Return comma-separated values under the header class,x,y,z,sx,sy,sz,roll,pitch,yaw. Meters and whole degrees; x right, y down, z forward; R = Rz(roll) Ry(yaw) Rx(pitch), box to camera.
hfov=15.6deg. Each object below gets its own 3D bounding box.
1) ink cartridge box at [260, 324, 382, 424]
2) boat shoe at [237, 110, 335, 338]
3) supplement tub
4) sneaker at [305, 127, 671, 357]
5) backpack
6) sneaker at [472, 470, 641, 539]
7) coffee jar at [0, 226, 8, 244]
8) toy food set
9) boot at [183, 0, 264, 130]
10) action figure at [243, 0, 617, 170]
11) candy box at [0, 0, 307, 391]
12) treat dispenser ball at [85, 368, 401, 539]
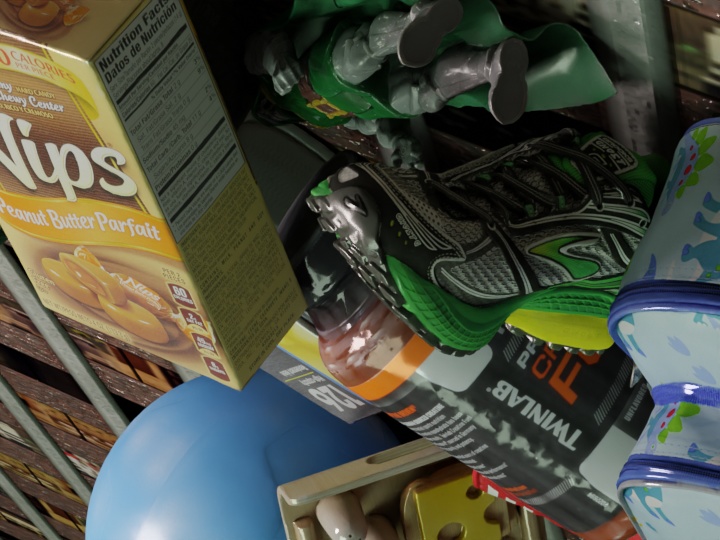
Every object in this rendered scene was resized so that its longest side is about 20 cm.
class,x,y,z,sx,sy,sz,roll,pitch,yaw
ink cartridge box,-0.005,0.032,1.367,0.200,0.047,0.198,34,161,-9
boat shoe,0.000,0.000,1.226,0.200,0.076,0.060,45,159,-11
supplement tub,0.056,0.030,1.154,0.200,0.107,0.107,33,162,-15
sneaker,0.055,-0.023,0.973,0.078,0.085,0.200,51,-154,24
backpack,0.180,0.048,0.949,0.183,0.147,0.200,14,154,32
sneaker,0.120,0.106,1.288,0.115,0.079,0.200,18,166,-19
coffee jar,-0.218,-0.054,1.282,0.104,0.085,0.200,29,-177,0
toy food set,0.043,0.172,1.423,0.060,0.143,0.200,-121,17,-52
boot,-0.109,-0.115,1.094,0.131,0.068,0.200,32,158,13
action figure,0.002,-0.077,1.032,0.118,0.055,0.200,31,167,-19
candy box,-0.104,-0.047,1.054,0.115,0.055,0.200,21,150,32
treat dispenser ball,-0.060,0.156,1.535,0.201,0.201,0.201,26,163,9
